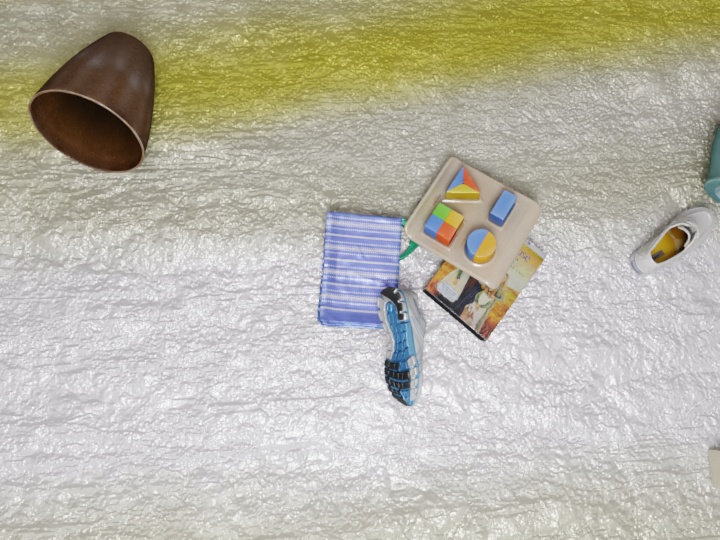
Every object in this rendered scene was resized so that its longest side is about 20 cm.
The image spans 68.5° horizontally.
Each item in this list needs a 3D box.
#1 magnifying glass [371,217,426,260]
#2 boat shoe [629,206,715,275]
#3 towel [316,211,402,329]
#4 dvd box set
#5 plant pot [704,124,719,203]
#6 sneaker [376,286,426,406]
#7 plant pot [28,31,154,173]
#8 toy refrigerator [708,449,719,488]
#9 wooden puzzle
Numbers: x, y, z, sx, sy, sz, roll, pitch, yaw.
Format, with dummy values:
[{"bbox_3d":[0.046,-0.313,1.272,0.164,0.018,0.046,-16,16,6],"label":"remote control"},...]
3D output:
[{"bbox_3d":[0.113,-0.072,0.981,0.196,0.022,0.081,-17,78,-7],"label":"magnifying glass"},{"bbox_3d":[0.599,-0.062,0.990,0.197,0.070,0.072,-30,80,-11],"label":"boat shoe"},{"bbox_3d":[0.000,0.000,0.938,0.141,0.024,0.205,5,84,-4],"label":"towel"},{"bbox_3d":[0.227,0.005,0.964,0.146,0.029,0.201,40,77,6],"label":"dvd box set"},{"bbox_3d":[0.751,-0.214,0.981,0.197,0.200,0.191,29,91,3],"label":"plant pot"},{"bbox_3d":[0.087,0.127,0.906,0.086,0.074,0.205,-5,91,-46],"label":"sneaker"},{"bbox_3d":[-0.440,-0.312,0.928,0.182,0.188,0.204,10,60,-2],"label":"plant pot"},{"bbox_3d":[0.711,0.345,0.897,0.195,0.076,0.072,3,76,-5],"label":"toy refrigerator"},{"bbox_3d":[0.204,-0.095,0.950,0.198,0.046,0.187,33,75,11],"label":"wooden puzzle"}]
